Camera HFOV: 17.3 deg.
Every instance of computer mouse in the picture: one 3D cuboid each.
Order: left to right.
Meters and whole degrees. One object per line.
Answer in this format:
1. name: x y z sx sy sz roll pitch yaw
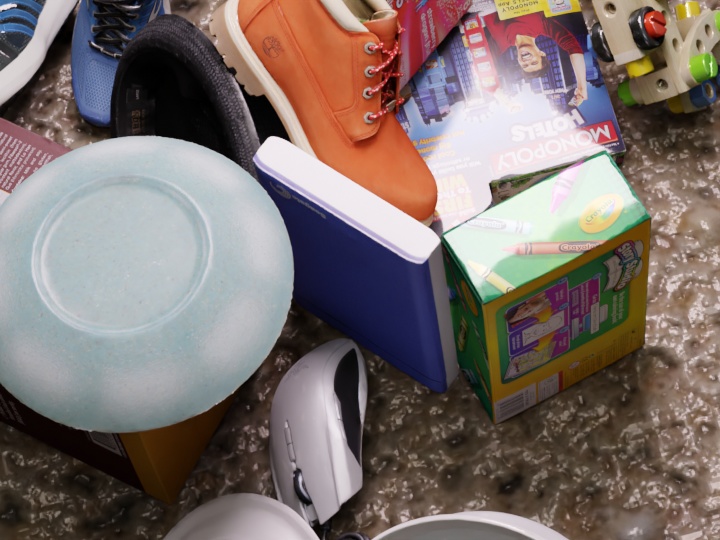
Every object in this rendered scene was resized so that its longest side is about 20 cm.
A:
1. computer mouse: -0.035 0.131 1.540 0.110 0.044 0.200 -30 48 39

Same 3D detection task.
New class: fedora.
1. fedora: -0.091 -0.082 1.628 0.092 0.201 0.201 -12 59 -34

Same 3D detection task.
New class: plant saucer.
1. plant saucer: -0.141 -0.002 1.418 0.201 0.039 0.201 -2 63 4

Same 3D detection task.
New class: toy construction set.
1. toy construction set: 0.193 -0.196 1.630 0.131 0.092 0.200 -30 86 -50

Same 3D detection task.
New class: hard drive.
1. hard drive: 0.000 0.000 1.533 0.132 0.200 0.025 32 71 19

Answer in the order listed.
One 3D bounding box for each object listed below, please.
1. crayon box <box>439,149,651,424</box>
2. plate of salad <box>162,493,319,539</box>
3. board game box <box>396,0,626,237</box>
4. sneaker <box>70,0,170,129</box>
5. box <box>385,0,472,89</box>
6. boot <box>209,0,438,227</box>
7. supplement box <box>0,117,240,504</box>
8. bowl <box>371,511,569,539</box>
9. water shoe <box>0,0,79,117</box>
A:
1. crayon box: 0.120 0.014 1.513 0.119 0.200 0.058 -27 65 -8
2. plate of salad: -0.076 0.240 1.473 0.200 0.048 0.200 -13 70 40
3. board game box: 0.076 -0.087 1.646 0.200 0.062 0.200 -13 64 -1
4. sneaker: -0.174 -0.197 1.677 0.078 0.089 0.200 16 106 13
5. box: 0.001 -0.231 1.580 0.095 0.200 0.100 22 57 28
6. boot: 0.000 -0.115 1.540 0.200 0.107 0.075 51 33 -10
7. supplement box: -0.190 0.024 1.543 0.200 0.197 0.133 24 69 16
8. bowl: 0.084 0.228 1.452 0.201 0.090 0.201 6 108 20
9. water shoe: -0.263 -0.166 1.678 0.079 0.072 0.200 36 33 -13
